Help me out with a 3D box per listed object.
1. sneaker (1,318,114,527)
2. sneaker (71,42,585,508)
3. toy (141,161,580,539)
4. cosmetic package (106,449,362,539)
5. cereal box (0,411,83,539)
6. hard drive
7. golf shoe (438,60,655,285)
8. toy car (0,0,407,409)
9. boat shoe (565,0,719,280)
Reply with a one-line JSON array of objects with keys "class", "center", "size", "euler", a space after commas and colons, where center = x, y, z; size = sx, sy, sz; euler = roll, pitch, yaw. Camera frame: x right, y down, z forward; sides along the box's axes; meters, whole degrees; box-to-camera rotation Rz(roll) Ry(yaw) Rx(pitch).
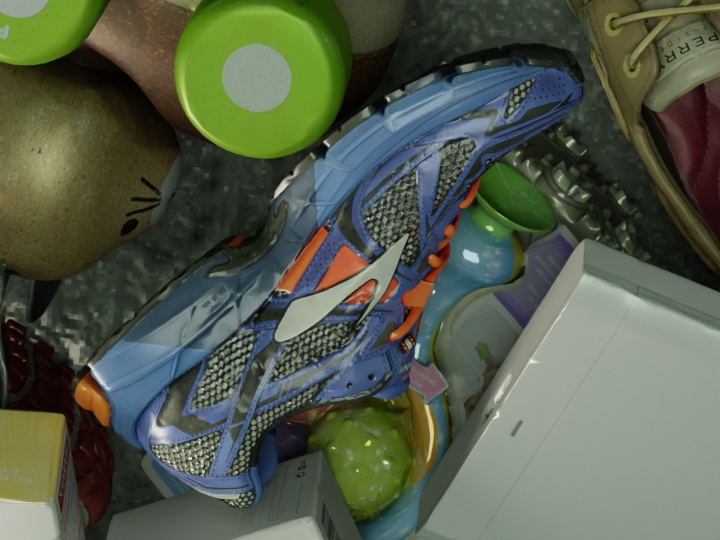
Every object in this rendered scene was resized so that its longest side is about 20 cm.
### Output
[{"class": "sneaker", "center": [-0.183, 0.046, 0.976], "size": [0.199, 0.078, 0.083], "euler": [26, 109, 5]}, {"class": "sneaker", "center": [0.000, 0.000, 0.860], "size": [0.200, 0.075, 0.079], "euler": [-41, 92, 17]}, {"class": "toy", "center": [-0.006, 0.043, 0.922], "size": [0.115, 0.047, 0.200], "euler": [50, 116, 23]}, {"class": "cosmetic package", "center": [-0.015, 0.166, 0.920], "size": [0.082, 0.051, 0.201], "euler": [-18, 114, 11]}, {"class": "cereal box", "center": [-0.169, 0.114, 0.942], "size": [0.143, 0.040, 0.201], "euler": [3, 146, 2]}, {"class": "hard drive", "center": [0.135, 0.076, 0.870], "size": [0.199, 0.026, 0.132], "euler": [22, 130, -9]}, {"class": "golf shoe", "center": [0.074, 0.019, 0.955], "size": [0.097, 0.078, 0.200], "euler": [-39, 100, 17]}, {"class": "toy car", "center": [-0.085, -0.044, 0.904], "size": [0.157, 0.164, 0.201], "euler": [21, 115, -3]}, {"class": "boat shoe", "center": [0.120, -0.077, 0.929], "size": [0.074, 0.066, 0.201], "euler": [-28, 103, 9]}]
